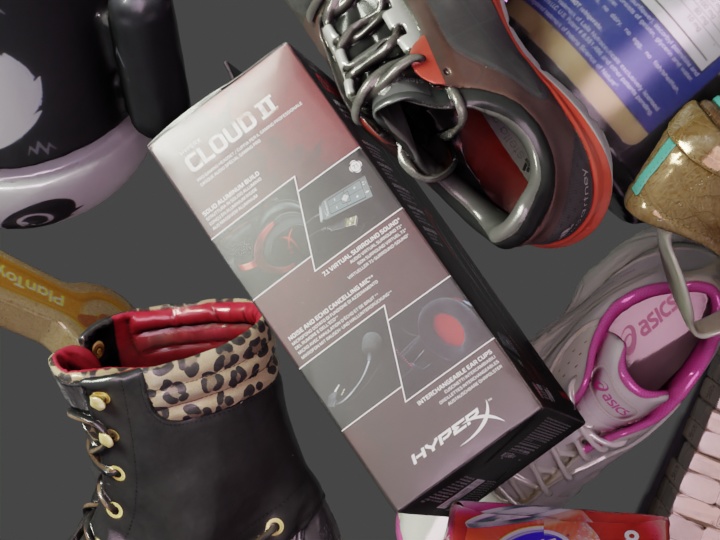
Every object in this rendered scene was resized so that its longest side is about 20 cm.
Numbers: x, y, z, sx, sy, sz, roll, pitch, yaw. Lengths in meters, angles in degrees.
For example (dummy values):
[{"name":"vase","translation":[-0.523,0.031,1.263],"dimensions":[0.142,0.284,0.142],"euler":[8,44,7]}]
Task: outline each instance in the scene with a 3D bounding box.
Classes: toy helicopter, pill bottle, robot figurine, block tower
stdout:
[{"name":"toy helicopter","translation":[-0.183,0.002,1.220],"dimensions":[0.199,0.133,0.079],"euler":[26,124,-19]},{"name":"pill bottle","translation":[0.156,-0.123,1.185],"dimensions":[0.200,0.112,0.112],"euler":[-41,94,-1]},{"name":"robot figurine","translation":[-0.152,-0.110,1.152],"dimensions":[0.124,0.150,0.200],"euler":[-20,132,-11]},{"name":"block tower","translation":[0.171,0.087,1.259],"dimensions":[0.058,0.054,0.201],"euler":[21,94,-2]}]

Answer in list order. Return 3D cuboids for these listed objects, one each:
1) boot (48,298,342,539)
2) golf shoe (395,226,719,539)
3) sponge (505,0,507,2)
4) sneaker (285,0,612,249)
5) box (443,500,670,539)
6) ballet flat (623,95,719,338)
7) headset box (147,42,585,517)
[{"name":"boot","translation":[-0.110,0.102,1.225],"dimensions":[0.199,0.073,0.151],"euler":[-13,117,-3]},{"name":"golf shoe","translation":[0.090,0.061,1.237],"dimensions":[0.075,0.092,0.200],"euler":[41,94,-7]},{"name":"sponge","translation":[0.070,-0.196,1.245],"dimensions":[0.111,0.030,0.201],"euler":[-4,95,0]},{"name":"sneaker","translation":[0.020,-0.089,1.108],"dimensions":[0.200,0.082,0.077],"euler":[47,117,10]},{"name":"box","translation":[0.074,0.189,1.187],"dimensions":[0.095,0.200,0.100],"euler":[3,56,-1]},{"name":"ballet flat","translation":[0.172,0.009,1.166],"dimensions":[0.072,0.068,0.200],"euler":[-40,129,8]},{"name":"headset box","translation":[0.000,0.000,1.151],"dimensions":[0.075,0.149,0.200],"euler":[-36,78,6]}]
